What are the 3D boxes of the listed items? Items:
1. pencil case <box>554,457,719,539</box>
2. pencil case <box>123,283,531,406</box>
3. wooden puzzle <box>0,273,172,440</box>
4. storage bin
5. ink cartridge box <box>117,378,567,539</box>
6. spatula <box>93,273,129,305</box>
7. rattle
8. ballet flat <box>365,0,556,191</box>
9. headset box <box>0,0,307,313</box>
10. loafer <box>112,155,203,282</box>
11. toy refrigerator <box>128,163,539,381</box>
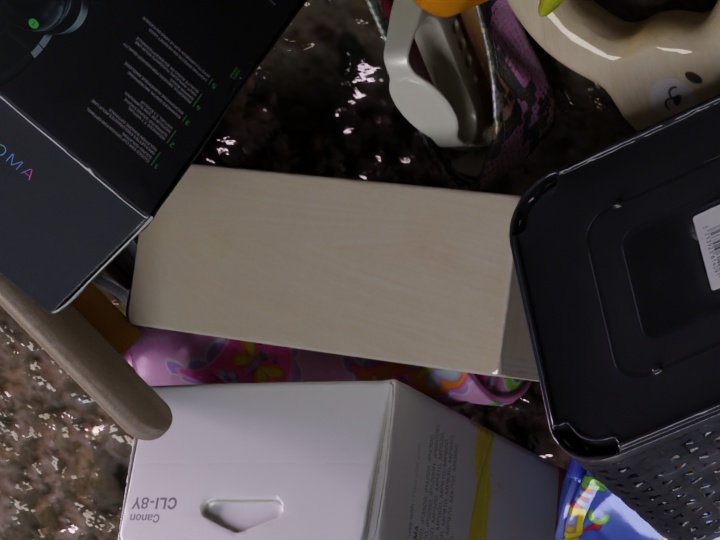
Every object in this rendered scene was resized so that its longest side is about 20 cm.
[{"bbox_3d":[0.188,0.116,1.340,0.199,0.078,0.087,15,164,16],"label":"pencil case"},{"bbox_3d":[-0.015,0.024,1.374,0.199,0.088,0.088,-3,127,33],"label":"pencil case"},{"bbox_3d":[-0.168,-0.017,1.341,0.185,0.037,0.200,48,175,-24],"label":"wooden puzzle"},{"bbox_3d":[0.172,0.004,1.154,0.199,0.136,0.094,-24,144,19],"label":"storage bin"},{"bbox_3d":[0.004,0.117,1.377,0.145,0.084,0.200,-3,161,33],"label":"ink cartridge box"},{"bbox_3d":[-0.125,0.011,1.465,0.200,0.021,0.056,41,149,-13],"label":"spatula"},{"bbox_3d":[0.118,-0.076,1.167,0.130,0.143,0.201,-17,114,18],"label":"rattle"},{"bbox_3d":[0.025,-0.117,1.226,0.069,0.071,0.201,-3,127,34],"label":"ballet flat"},{"bbox_3d":[-0.135,-0.107,1.231,0.174,0.200,0.093,39,137,-10],"label":"headset box"},{"bbox_3d":[-0.134,-0.074,1.352,0.063,0.072,0.201,-19,105,41],"label":"loafer"},{"bbox_3d":[0.000,0.000,1.276,0.199,0.070,0.076,6,88,36],"label":"toy refrigerator"}]
